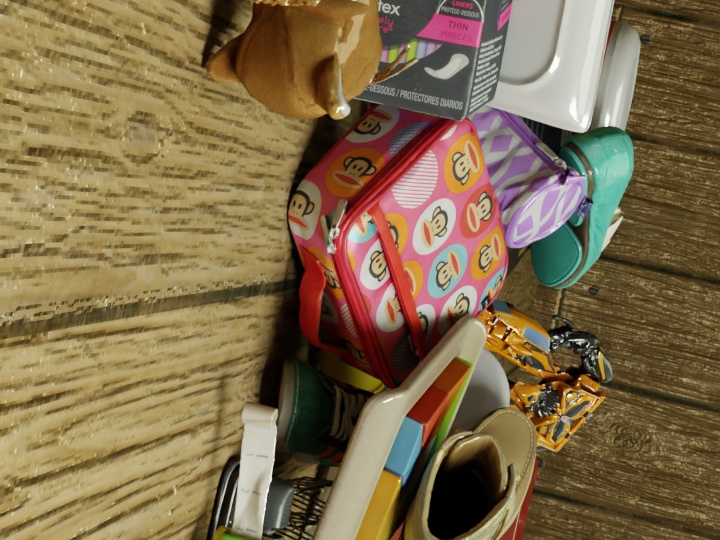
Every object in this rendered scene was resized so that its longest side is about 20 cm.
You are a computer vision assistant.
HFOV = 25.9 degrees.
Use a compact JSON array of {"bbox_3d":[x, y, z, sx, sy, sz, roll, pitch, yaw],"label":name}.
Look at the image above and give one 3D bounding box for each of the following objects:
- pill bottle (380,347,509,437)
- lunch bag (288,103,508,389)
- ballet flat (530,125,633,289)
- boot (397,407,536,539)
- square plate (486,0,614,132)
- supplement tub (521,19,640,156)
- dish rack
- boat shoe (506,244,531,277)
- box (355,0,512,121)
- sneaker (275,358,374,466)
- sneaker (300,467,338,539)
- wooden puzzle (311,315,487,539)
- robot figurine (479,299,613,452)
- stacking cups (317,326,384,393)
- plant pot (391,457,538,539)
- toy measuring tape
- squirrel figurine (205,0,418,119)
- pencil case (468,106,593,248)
[{"bbox_3d":[0.069,0.148,1.371,0.201,0.111,0.113,89,17,-59],"label":"pill bottle"},{"bbox_3d":[0.022,-0.013,1.154,0.176,0.082,0.201,-44,140,-21],"label":"lunch bag"},{"bbox_3d":[0.194,-0.051,1.321,0.068,0.070,0.201,59,-18,26],"label":"ballet flat"},{"bbox_3d":[0.087,0.154,1.165,0.200,0.072,0.156,-49,166,-32],"label":"boot"},{"bbox_3d":[0.088,-0.216,1.112,0.028,0.198,0.200,-16,119,-58],"label":"square plate"},{"bbox_3d":[0.136,-0.163,1.375,0.140,0.198,0.142,12,90,-79],"label":"supplement tub"},{"bbox_3d":[-0.052,0.217,1.151,0.200,0.054,0.155,11,92,-70],"label":"dish rack"},{"bbox_3d":[0.109,-0.034,1.394,0.200,0.076,0.072,-41,158,-37],"label":"boat shoe"},{"bbox_3d":[0.042,-0.215,1.048,0.106,0.121,0.202,-39,139,-70],"label":"box"},{"bbox_3d":[-0.017,0.112,1.193,0.200,0.079,0.072,62,33,-76],"label":"sneaker"},{"bbox_3d":[-0.020,0.228,1.374,0.070,0.079,0.202,51,33,-66],"label":"sneaker"},{"bbox_3d":[0.030,0.141,1.139,0.200,0.037,0.186,-30,144,-63],"label":"wooden puzzle"},{"bbox_3d":[0.140,0.099,1.456,0.145,0.199,0.058,-53,-157,21],"label":"robot figurine"},{"bbox_3d":[0.000,0.000,1.241,0.061,0.060,0.202,-56,155,-61],"label":"stacking cups"},{"bbox_3d":[0.080,0.234,1.586,0.200,0.174,0.202,47,56,-76],"label":"plant pot"},{"bbox_3d":[-0.084,0.188,1.002,0.074,0.073,0.202,-42,143,-71],"label":"toy measuring tape"},{"bbox_3d":[-0.026,-0.177,0.814,0.200,0.141,0.188,12,101,-65],"label":"squirrel figurine"},{"bbox_3d":[0.095,-0.109,1.246,0.083,0.200,0.086,-23,151,-35],"label":"pencil case"}]
